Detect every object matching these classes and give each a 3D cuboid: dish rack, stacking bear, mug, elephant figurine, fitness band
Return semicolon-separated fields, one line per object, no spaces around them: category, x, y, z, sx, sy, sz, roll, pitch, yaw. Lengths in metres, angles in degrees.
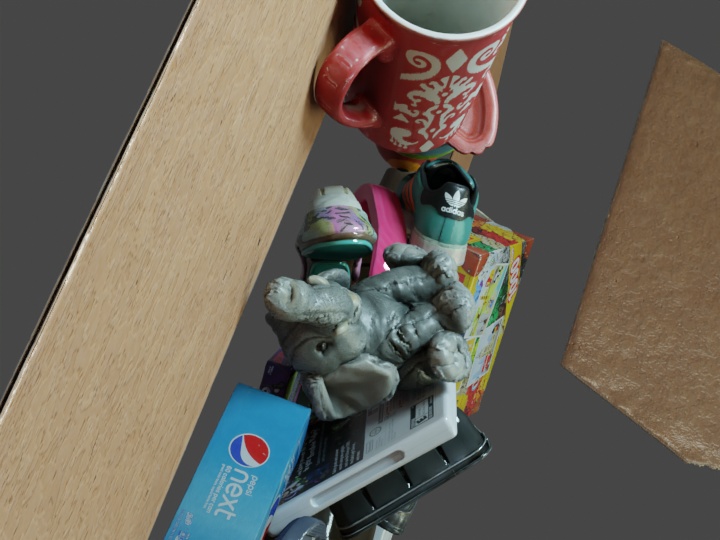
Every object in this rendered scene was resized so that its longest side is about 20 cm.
dish rack;0.030;0.150;1.694;0.152;0.055;0.200;-31;-166;3
stacking bear;0.058;-0.151;1.821;0.200;0.120;0.115;126;-28;-79
mug;0.031;-0.185;1.509;0.200;0.176;0.135;107;-32;-64
elephant figurine;-0.016;0.049;1.560;0.141;0.198;0.157;29;-55;55
fitness band;0.000;0.000;1.787;0.200;0.037;0.145;-102;-149;-62

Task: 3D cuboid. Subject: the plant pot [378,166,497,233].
plant pot;0.051;0.022;2.086;0.201;0.186;0.187;-55;172;-10

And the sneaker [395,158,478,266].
sneaker;0.077;-0.070;1.779;0.200;0.071;0.081;-109;-145;-71

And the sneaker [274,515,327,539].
sneaker;-0.107;0.272;1.530;0.201;0.082;0.070;-54;150;-9

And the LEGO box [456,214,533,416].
LEGO box;0.091;0.054;1.941;0.149;0.077;0.202;-17;127;-62

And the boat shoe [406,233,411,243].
boat shoe;0.023;0.055;1.837;0.062;0.071;0.201;9;109;-63

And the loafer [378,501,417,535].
loafer;0.029;0.181;1.783;0.073;0.072;0.200;-53;-167;15

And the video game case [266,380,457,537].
video game case;0.002;0.141;1.628;0.181;0.023;0.200;-30;-166;10

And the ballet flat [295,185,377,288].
ballet flat;-0.023;-0.032;1.654;0.200;0.068;0.072;104;-12;-75

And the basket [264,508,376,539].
basket;-0.064;0.308;1.760;0.181;0.135;0.202;100;7;-68

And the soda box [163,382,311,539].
soda box;-0.104;0.189;1.501;0.064;0.067;0.201;104;7;-47

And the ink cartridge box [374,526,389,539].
ink cartridge box;-0.001;0.259;1.946;0.200;0.067;0.116;18;90;-84

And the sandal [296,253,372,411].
sandal;-0.024;0.055;1.909;0.203;0.079;0.057;-65;-168;-1

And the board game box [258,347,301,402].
board game box;-0.093;0.167;1.755;0.120;0.032;0.202;-30;139;-76
